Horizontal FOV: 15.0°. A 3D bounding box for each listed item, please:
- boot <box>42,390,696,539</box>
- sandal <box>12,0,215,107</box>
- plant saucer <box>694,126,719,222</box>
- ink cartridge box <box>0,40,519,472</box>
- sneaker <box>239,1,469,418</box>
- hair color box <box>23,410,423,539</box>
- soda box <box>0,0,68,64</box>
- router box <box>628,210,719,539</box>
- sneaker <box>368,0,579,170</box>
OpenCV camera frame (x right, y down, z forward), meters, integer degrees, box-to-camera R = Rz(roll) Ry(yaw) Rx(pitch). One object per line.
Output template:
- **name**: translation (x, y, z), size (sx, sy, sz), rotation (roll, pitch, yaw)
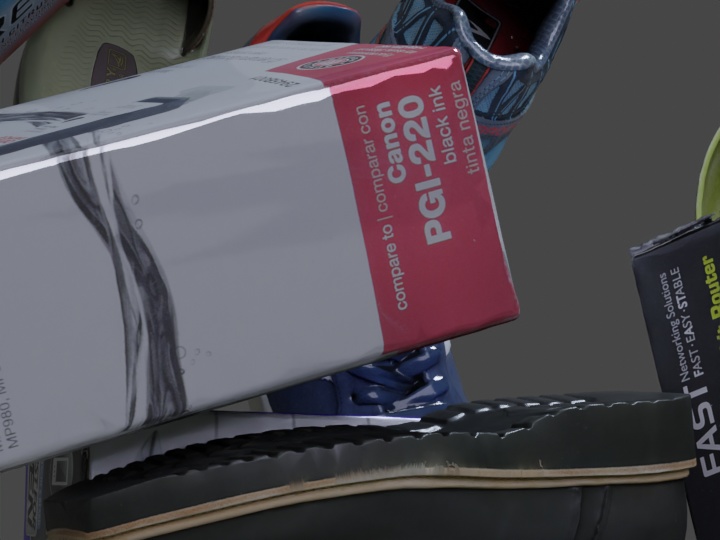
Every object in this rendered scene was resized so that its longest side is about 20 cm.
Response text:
- **boot**: translation (0.014, 0.111, 0.775), size (0.200, 0.077, 0.139), rotation (-5, 92, -24)
- **sandal**: translation (-0.079, -0.110, 0.958), size (0.080, 0.057, 0.201), rotation (11, 53, -22)
- **plant saucer**: translation (0.209, 0.014, 1.051), size (0.200, 0.031, 0.200), rotation (13, 56, -20)
- **ink cartridge box**: translation (-0.079, -0.005, 0.783), size (0.200, 0.146, 0.085), rotation (-18, 102, -21)
- **sneaker**: translation (0.000, 0.000, 0.914), size (0.075, 0.085, 0.200), rotation (-10, 66, -32)
- **hair color box**: translation (-0.002, 0.099, 0.840), size (0.200, 0.065, 0.110), rotation (4, 84, -26)
- **soda box**: translation (-0.128, -0.106, 0.883), size (0.064, 0.068, 0.200), rotation (42, 71, 4)
- **router box**: translation (0.163, 0.091, 0.873), size (0.150, 0.062, 0.200), rotation (29, 44, -52)
- **sneaker**: translation (0.060, -0.118, 1.013), size (0.079, 0.096, 0.200), rotation (26, 52, -12)
